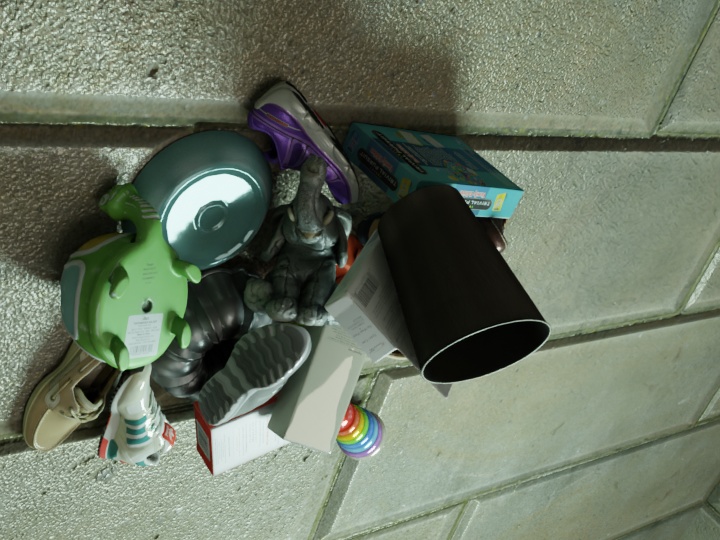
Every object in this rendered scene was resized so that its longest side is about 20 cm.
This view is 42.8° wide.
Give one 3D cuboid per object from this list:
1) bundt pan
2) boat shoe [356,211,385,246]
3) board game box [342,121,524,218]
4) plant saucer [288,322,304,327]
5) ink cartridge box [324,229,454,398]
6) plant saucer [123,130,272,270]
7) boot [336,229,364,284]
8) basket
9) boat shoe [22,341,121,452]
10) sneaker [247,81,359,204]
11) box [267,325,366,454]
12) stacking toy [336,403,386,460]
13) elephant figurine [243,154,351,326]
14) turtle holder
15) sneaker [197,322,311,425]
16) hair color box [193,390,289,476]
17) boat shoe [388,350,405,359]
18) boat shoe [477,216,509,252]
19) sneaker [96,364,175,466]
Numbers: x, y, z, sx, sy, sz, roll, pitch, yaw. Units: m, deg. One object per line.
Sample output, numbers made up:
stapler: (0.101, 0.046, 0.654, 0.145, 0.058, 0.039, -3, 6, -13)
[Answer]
bundt pan: (-0.191, 0.095, 1.211, 0.201, 0.076, 0.203, -25, 144, -19)
boat shoe: (0.063, -0.054, 1.317, 0.199, 0.062, 0.075, -4, 102, -57)
board game box: (0.095, -0.131, 1.213, 0.199, 0.151, 0.047, 0, 124, -41)
plant saucer: (-0.106, 0.168, 1.387, 0.199, 0.048, 0.201, -35, 141, -12)
ink cartridge box: (0.059, 0.048, 1.141, 0.045, 0.176, 0.200, -36, -169, 34)
plant saucer: (-0.186, -0.072, 1.112, 0.199, 0.036, 0.201, -23, 136, -24)
boot: (0.000, 0.000, 1.285, 0.199, 0.107, 0.075, 20, 112, -47)
basket: (0.107, 0.012, 1.079, 0.179, 0.201, 0.136, -2, 146, -39)
boat shoe: (-0.353, 0.155, 1.145, 0.072, 0.065, 0.200, 23, 107, -49)
sneaker: (-0.070, -0.148, 1.132, 0.083, 0.081, 0.200, -34, 133, 9)
box: (-0.050, 0.138, 1.250, 0.082, 0.068, 0.201, 24, 85, -26)
stacking toy: (-0.017, 0.247, 1.469, 0.085, 0.085, 0.200, -41, 156, -4)
elephant figurine: (-0.063, -0.036, 1.155, 0.141, 0.155, 0.202, 7, 92, -41)
turtle holder: (-0.273, 0.013, 1.026, 0.141, 0.131, 0.187, -40, 134, -38)
sneaker: (-0.126, 0.124, 1.172, 0.200, 0.075, 0.082, -37, 163, 34)
hair color box: (-0.134, 0.203, 1.308, 0.199, 0.061, 0.102, -19, 134, -27)
boat shoe: (0.024, 0.095, 1.385, 0.072, 0.065, 0.200, -37, 153, 17)
boat shoe: (0.173, -0.078, 1.302, 0.070, 0.200, 0.071, -25, 114, 0)
sneaker: (-0.278, 0.187, 1.192, 0.093, 0.071, 0.200, 20, 130, -8)
